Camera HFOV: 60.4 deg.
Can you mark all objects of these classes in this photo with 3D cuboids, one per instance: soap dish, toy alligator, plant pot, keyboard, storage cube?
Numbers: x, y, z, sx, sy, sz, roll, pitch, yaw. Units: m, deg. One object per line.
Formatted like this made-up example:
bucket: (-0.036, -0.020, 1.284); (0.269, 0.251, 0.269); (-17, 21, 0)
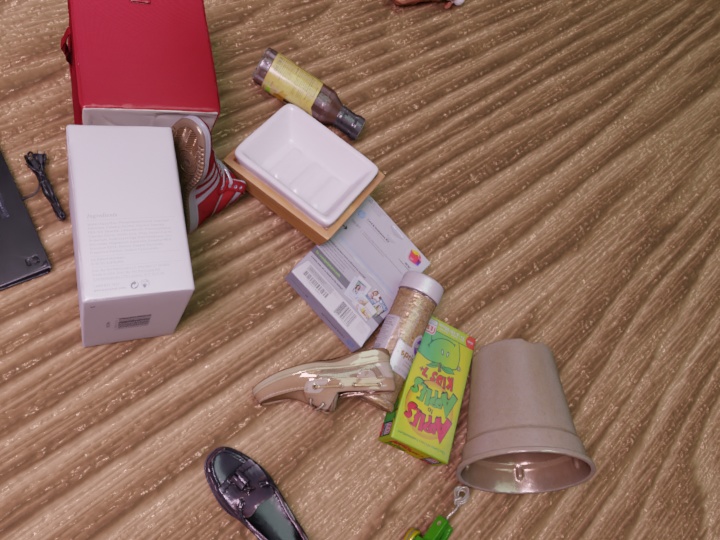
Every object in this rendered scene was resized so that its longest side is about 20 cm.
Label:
soap dish: (-0.084, -0.144, 0.942); (0.198, 0.082, 0.158); (36, 59, 8)
toy alligator: (0.097, 0.393, 0.870); (0.199, 0.059, 0.055); (-39, 132, -33)
plant pot: (0.237, 0.216, 0.938); (0.196, 0.201, 0.187); (16, 53, -19)
keyboard: (-0.450, -0.085, 0.800); (0.125, 0.021, 0.204); (-24, 84, -25)
storage cube: (-0.299, -0.255, 0.847); (0.195, 0.171, 0.184); (-4, 73, -27)

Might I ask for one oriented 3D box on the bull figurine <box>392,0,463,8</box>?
bull figurine: (0.130, -0.584, 1.242); (0.197, 0.065, 0.123); (-20, 77, -33)

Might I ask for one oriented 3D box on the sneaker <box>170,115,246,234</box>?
sneaker: (-0.206, -0.143, 0.841); (0.071, 0.201, 0.112); (41, 51, 10)

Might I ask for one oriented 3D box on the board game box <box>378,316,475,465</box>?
board game box: (0.106, 0.181, 0.953); (0.100, 0.048, 0.204); (27, 62, -15)

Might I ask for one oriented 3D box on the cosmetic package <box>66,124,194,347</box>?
cosmetic package: (-0.286, -0.036, 0.755); (0.120, 0.199, 0.205); (-7, 74, -26)

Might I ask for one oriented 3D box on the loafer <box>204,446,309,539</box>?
loafer: (-0.120, 0.305, 0.788); (0.072, 0.063, 0.201); (-39, 90, -32)

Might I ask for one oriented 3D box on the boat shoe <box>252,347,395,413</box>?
boat shoe: (-0.050, 0.159, 0.841); (0.195, 0.071, 0.066); (-14, 72, -2)

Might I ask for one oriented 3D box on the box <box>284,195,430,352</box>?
box: (0.000, 0.000, 0.974); (0.156, 0.041, 0.200); (46, 60, -5)

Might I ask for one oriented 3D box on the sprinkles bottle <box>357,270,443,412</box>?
sprinkles bottle: (0.057, 0.104, 0.923); (0.067, 0.068, 0.204); (29, 75, -13)

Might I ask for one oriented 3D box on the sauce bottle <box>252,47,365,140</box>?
sauce bottle: (-0.083, -0.287, 1.027); (0.197, 0.065, 0.066); (32, 61, -11)
